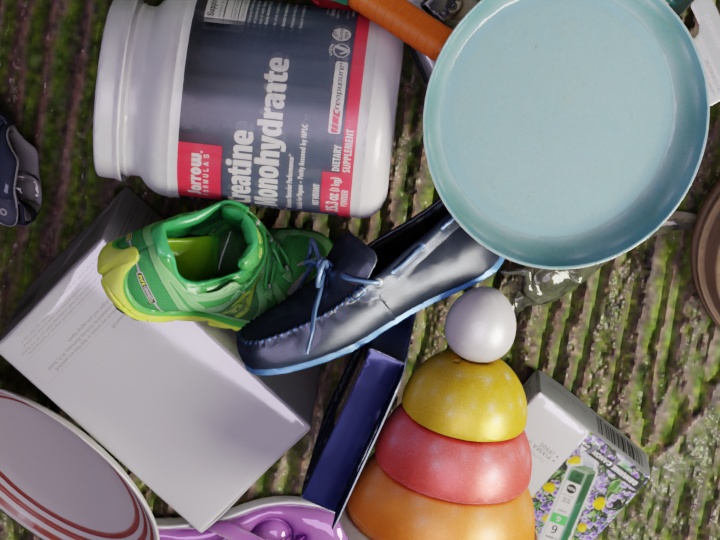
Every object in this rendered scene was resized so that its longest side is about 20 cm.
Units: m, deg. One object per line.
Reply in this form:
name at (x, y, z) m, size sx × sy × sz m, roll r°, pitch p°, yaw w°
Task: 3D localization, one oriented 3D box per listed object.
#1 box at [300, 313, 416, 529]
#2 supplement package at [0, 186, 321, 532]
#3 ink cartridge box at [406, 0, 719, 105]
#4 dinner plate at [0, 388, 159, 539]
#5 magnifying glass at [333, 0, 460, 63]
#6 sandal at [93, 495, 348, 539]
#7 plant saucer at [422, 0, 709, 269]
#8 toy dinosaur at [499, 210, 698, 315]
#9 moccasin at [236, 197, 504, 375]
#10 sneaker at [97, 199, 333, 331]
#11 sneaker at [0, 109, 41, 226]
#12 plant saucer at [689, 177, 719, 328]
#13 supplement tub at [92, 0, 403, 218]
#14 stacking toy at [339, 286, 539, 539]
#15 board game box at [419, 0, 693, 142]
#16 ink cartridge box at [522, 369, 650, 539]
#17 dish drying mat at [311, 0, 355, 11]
box at (0.001, 0.087, 1.663) m, size 0.032 × 0.200 × 0.122 m, roll 23°, pitch 109°, yaw -3°
supplement package at (-0.140, 0.063, 1.704) m, size 0.200 × 0.121 × 0.120 m, roll 43°, pitch 106°, yaw -11°
ink cartridge box at (0.143, -0.153, 1.644) m, size 0.199 × 0.057 × 0.163 m, roll -26°, pitch 93°, yaw -9°
dinner plate at (-0.225, 0.144, 1.737) m, size 0.199 × 0.024 × 0.201 m, roll 24°, pitch 147°, yaw 17°
magnifying glass at (-0.018, -0.197, 1.597) m, size 0.200 × 0.080 × 0.022 m, roll 34°, pitch 149°, yaw 23°
sandal at (-0.104, 0.221, 1.796) m, size 0.201 × 0.050 × 0.083 m, roll -7°, pitch 109°, yaw 6°
plant saucer at (0.133, -0.101, 1.580) m, size 0.199 × 0.027 × 0.201 m, roll -3°, pitch 101°, yaw -15°
toy dinosaur at (0.149, -0.026, 1.697) m, size 0.199 × 0.047 × 0.089 m, roll -26°, pitch 100°, yaw 0°
moccasin at (0.000, 0.000, 1.610) m, size 0.199 × 0.080 × 0.068 m, roll -29°, pitch 119°, yaw -17°
sneaker at (-0.083, -0.002, 1.621) m, size 0.083 × 0.199 × 0.074 m, roll -32°, pitch 71°, yaw 40°
sneaker at (-0.311, -0.035, 1.703) m, size 0.146 × 0.077 × 0.203 m, roll 23°, pitch 108°, yaw -2°
plant saucer at (0.332, -0.010, 1.682) m, size 0.199 × 0.030 × 0.201 m, roll 1°, pitch 120°, yaw 2°
supplement tub at (-0.074, -0.114, 1.628) m, size 0.199 × 0.140 × 0.141 m, roll 6°, pitch 110°, yaw 1°
stacking toy at (0.072, 0.104, 1.642) m, size 0.145 × 0.146 × 0.201 m, roll 13°, pitch 110°, yaw -1°
board game box at (0.154, -0.205, 1.605) m, size 0.135 × 0.028 × 0.200 m, roll 42°, pitch 88°, yaw -7°
ink cartridge box at (0.110, 0.183, 1.770) m, size 0.109 × 0.050 × 0.200 m, roll 37°, pitch 107°, yaw -10°
dish drying mat at (0.037, -0.254, 1.637) m, size 0.077 × 0.018 × 0.200 m, roll 43°, pitch 106°, yaw -10°
